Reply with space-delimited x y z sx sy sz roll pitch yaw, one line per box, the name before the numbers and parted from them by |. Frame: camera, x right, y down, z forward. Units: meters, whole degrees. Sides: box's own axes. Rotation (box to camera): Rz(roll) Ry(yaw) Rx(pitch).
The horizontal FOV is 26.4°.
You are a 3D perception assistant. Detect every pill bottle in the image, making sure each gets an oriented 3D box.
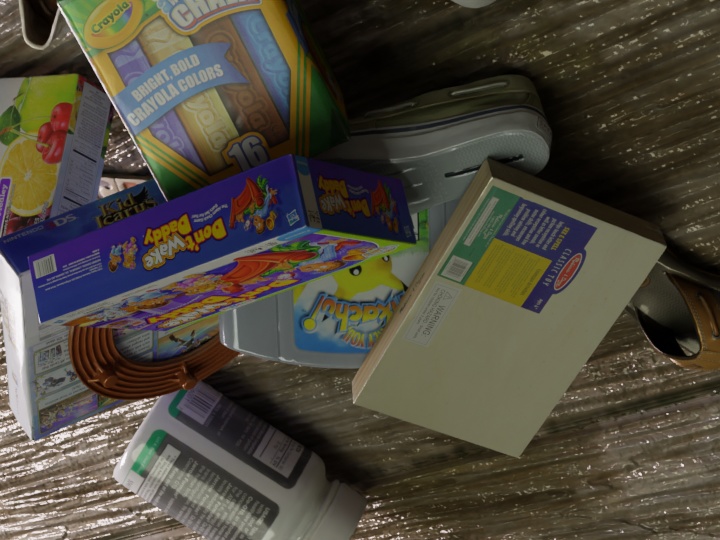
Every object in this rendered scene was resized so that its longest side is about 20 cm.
pill bottle | -0.102 0.184 1.322 0.200 0.113 0.113 33 138 0

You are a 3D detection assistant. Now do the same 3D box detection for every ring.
ring | -0.124 0.024 1.135 0.019 0.200 0.201 47 147 31

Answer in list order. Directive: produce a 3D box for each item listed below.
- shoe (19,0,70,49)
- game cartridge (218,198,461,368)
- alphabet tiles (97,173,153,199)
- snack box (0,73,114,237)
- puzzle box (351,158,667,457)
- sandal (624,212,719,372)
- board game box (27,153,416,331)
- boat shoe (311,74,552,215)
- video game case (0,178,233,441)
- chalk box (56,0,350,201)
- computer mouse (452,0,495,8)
shoe | -0.199 -0.232 1.033 0.070 0.053 0.200 27 138 6
game cartridge | 0.000 0.000 1.056 0.199 0.040 0.134 -3 104 -1
alphabet tiles | -0.175 -0.010 1.261 0.199 0.008 0.168 5 131 27
snack box | -0.290 -0.072 1.171 0.199 0.143 0.053 1 164 30
puzzle box | 0.096 0.030 1.018 0.133 0.025 0.200 20 121 -18
sandal | 0.220 0.029 1.030 0.200 0.055 0.082 33 137 0
board game box | -0.084 -0.012 0.950 0.199 0.134 0.045 -19 77 28
boat shoe | 0.026 -0.076 1.000 0.199 0.062 0.072 -10 136 10
video game case | -0.169 0.018 1.140 0.045 0.199 0.182 47 146 33
chalk box | -0.103 -0.159 0.957 0.124 0.125 0.200 -23 112 7
computer mouse | 0.011 -0.229 0.895 0.200 0.110 0.044 42 163 -22
